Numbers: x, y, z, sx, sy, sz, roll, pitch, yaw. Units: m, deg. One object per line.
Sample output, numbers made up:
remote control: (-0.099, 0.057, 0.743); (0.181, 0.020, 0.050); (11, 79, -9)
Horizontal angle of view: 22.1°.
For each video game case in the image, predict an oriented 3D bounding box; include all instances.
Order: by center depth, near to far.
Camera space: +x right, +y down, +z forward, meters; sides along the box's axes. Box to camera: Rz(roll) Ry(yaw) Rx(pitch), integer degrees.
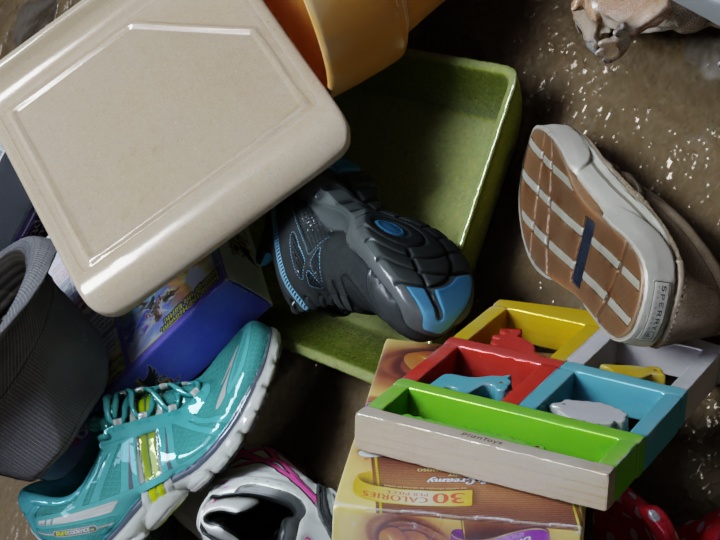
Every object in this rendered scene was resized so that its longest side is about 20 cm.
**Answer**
video game case: (-0.156, 0.017, 1.228); (0.200, 0.045, 0.182); (-43, 40, 21)

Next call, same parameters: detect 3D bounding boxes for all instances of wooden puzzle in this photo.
wooden puzzle: (-0.121, -0.092, 1.114); (0.185, 0.037, 0.200); (-36, 59, 3)

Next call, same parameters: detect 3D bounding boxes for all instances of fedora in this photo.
fedora: (-0.217, 0.071, 1.139); (0.177, 0.090, 0.200); (-50, 19, 6)

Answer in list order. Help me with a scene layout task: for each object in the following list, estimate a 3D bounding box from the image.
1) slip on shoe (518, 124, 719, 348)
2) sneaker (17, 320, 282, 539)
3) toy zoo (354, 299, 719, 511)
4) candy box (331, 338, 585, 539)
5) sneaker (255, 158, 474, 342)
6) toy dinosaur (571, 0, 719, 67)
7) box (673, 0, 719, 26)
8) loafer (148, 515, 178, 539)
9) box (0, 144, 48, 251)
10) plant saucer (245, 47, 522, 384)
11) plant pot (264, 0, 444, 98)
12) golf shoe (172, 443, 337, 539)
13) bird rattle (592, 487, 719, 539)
slip on shoe: (0.140, -0.020, 0.998); (0.200, 0.060, 0.076); (-124, 41, -62)
sneaker: (-0.127, 0.103, 1.132); (0.200, 0.080, 0.078); (-44, 15, 5)
toy zoo: (0.100, 0.057, 0.927); (0.130, 0.200, 0.021); (11, 113, 25)
candy box: (0.056, 0.099, 0.922); (0.200, 0.116, 0.057); (-70, -17, -67)
sneaker: (0.000, 0.000, 1.066); (0.082, 0.073, 0.200); (-66, 32, 15)
toy dinosaur: (0.180, -0.181, 0.995); (0.200, 0.086, 0.136); (-37, 45, 26)
box: (0.252, -0.182, 0.824); (0.171, 0.199, 0.200); (31, 100, 50)
loafer: (-0.164, 0.125, 1.254); (0.063, 0.072, 0.201); (-15, 53, 11)
box: (-0.270, -0.023, 1.371); (0.079, 0.141, 0.201); (32, 104, 6)
plant saucer: (0.014, -0.036, 1.144); (0.199, 0.048, 0.201); (18, 90, 49)
plant pot: (0.013, -0.233, 1.097); (0.183, 0.201, 0.200); (-29, 47, -8)
golf shoe: (-0.069, 0.144, 1.139); (0.199, 0.092, 0.073); (8, 83, 50)
bird rattle: (0.138, 0.206, 0.892); (0.164, 0.112, 0.201); (-62, 36, 35)
